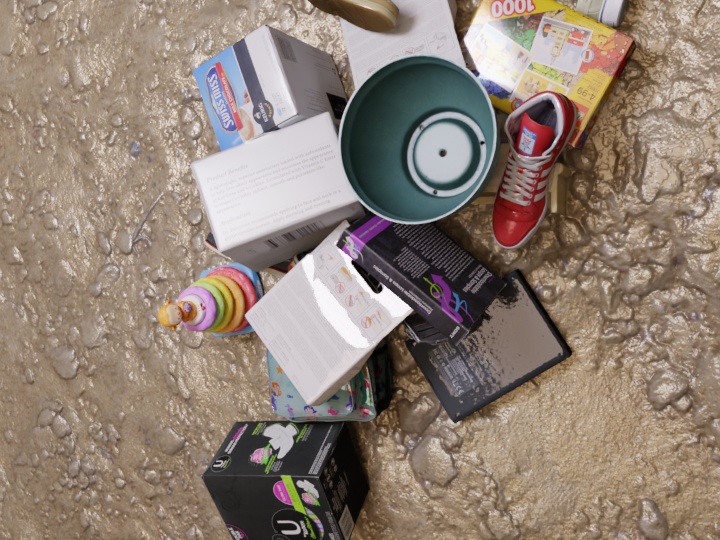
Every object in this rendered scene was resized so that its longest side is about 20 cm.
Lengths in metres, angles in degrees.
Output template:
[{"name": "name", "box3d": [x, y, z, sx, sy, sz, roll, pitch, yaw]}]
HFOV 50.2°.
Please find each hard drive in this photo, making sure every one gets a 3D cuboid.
[{"name": "hard drive", "box3d": [0.180, 0.110, 1.099, 0.199, 0.033, 0.140, -35, 81, 23]}]

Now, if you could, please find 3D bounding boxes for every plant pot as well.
[{"name": "plant pot", "box3d": [0.089, -0.155, 0.967, 0.199, 0.134, 0.202, 0, 90, 24]}]

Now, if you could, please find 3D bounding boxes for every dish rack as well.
[{"name": "dish rack", "box3d": [0.081, 0.009, 1.052, 0.200, 0.153, 0.055, 53, 136, 26]}]

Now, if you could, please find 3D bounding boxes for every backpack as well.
[{"name": "backpack", "box3d": [-0.052, 0.124, 1.143, 0.176, 0.150, 0.202, -5, 89, 25]}]

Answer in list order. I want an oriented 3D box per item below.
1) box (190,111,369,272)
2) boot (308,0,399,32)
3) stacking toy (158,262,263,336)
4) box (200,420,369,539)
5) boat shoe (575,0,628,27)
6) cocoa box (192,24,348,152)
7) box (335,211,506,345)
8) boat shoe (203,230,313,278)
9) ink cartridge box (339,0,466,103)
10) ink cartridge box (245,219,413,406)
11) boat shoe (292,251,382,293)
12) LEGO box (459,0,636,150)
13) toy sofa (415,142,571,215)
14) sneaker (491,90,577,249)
[{"name": "box", "box3d": [-0.100, -0.101, 1.072, 0.197, 0.200, 0.132, -20, 81, 4]}, {"name": "boot", "box3d": [0.014, -0.418, 1.054, 0.156, 0.073, 0.200, -53, 45, 1]}, {"name": "stacking toy", "box3d": [-0.242, 0.055, 1.181, 0.109, 0.200, 0.117, -11, 91, 24]}, {"name": "box", "box3d": [-0.111, 0.324, 1.173, 0.198, 0.125, 0.150, -5, 118, 24]}, {"name": "boat shoe", "box3d": [0.322, -0.411, 0.962, 0.062, 0.072, 0.202, 18, 105, 18]}, {"name": "cocoa box", "box3d": [-0.116, -0.240, 1.096, 0.130, 0.200, 0.134, -22, 85, 23]}, {"name": "box", "box3d": [0.083, -0.007, 0.999, 0.200, 0.143, 0.036, 39, 128, 11]}, {"name": "boat shoe", "box3d": [-0.153, -0.033, 1.205, 0.199, 0.071, 0.063, 18, 95, 18]}, {"name": "ink cartridge box", "box3d": [0.061, -0.314, 1.059, 0.161, 0.050, 0.202, -23, 66, 23]}, {"name": "ink cartridge box", "box3d": [-0.039, 0.058, 1.037, 0.200, 0.050, 0.161, -42, 71, 11]}, {"name": "boat shoe", "box3d": [0.000, 0.000, 1.120, 0.198, 0.075, 0.063, 15, 109, -1]}, {"name": "LEGO box", "box3d": [0.234, -0.271, 1.010, 0.199, 0.077, 0.150, 31, 106, 17]}, {"name": "toy sofa", "box3d": [0.181, -0.125, 1.046, 0.198, 0.083, 0.099, 2, 91, 23]}, {"name": "sneaker", "box3d": [0.201, -0.122, 0.932, 0.071, 0.112, 0.202, 22, 100, 20]}]
